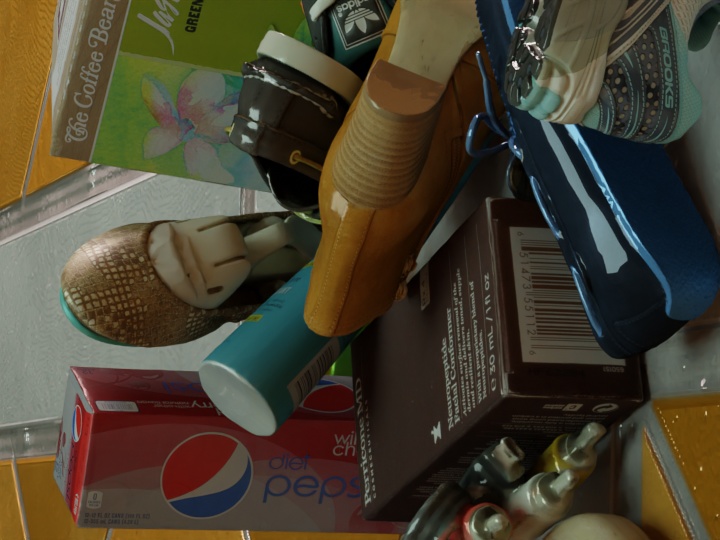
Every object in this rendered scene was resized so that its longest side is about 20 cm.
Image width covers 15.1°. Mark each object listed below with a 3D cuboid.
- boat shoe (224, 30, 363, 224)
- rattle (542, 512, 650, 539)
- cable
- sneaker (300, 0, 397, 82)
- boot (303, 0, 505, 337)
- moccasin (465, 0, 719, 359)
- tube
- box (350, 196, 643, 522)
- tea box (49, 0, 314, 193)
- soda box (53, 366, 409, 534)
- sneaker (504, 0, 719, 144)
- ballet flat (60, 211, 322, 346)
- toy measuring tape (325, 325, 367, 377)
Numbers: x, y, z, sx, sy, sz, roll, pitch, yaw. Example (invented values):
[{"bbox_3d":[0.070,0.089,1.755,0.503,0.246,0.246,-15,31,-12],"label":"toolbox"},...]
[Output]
[{"bbox_3d":[-0.026,-0.059,1.364,0.061,0.072,0.201,-62,-16,-8],"label":"boat shoe"},{"bbox_3d":[0.052,0.174,1.221,0.200,0.143,0.130,-2,100,65],"label":"rattle"},{"bbox_3d":[0.054,0.132,1.289,0.050,0.097,0.200,47,154,14],"label":"cable"},{"bbox_3d":[-0.001,-0.149,1.335,0.200,0.071,0.080,56,-159,-36],"label":"sneaker"},{"bbox_3d":[0.029,-0.067,1.306,0.201,0.071,0.144,-52,-15,-48],"label":"boot"},{"bbox_3d":[0.087,-0.051,1.198,0.068,0.080,0.200,-49,45,38],"label":"moccasin"},{"bbox_3d":[0.000,0.000,1.387,0.200,0.050,0.077,-46,6,-27],"label":"tube"},{"bbox_3d":[0.060,0.047,1.308,0.200,0.075,0.100,128,141,-61],"label":"box"},{"bbox_3d":[-0.055,-0.160,1.462,0.134,0.197,0.200,-96,19,-51],"label":"tea box"},{"bbox_3d":[-0.057,0.096,1.438,0.063,0.200,0.070,-130,46,-63],"label":"soda box"},{"bbox_3d":[0.122,-0.135,1.158,0.078,0.086,0.200,132,159,-59],"label":"sneaker"},{"bbox_3d":[-0.072,-0.005,1.398,0.065,0.200,0.071,-36,77,30],"label":"ballet flat"},{"bbox_3d":[-0.024,0.062,1.556,0.200,0.074,0.074,122,146,-54],"label":"toy measuring tape"}]
